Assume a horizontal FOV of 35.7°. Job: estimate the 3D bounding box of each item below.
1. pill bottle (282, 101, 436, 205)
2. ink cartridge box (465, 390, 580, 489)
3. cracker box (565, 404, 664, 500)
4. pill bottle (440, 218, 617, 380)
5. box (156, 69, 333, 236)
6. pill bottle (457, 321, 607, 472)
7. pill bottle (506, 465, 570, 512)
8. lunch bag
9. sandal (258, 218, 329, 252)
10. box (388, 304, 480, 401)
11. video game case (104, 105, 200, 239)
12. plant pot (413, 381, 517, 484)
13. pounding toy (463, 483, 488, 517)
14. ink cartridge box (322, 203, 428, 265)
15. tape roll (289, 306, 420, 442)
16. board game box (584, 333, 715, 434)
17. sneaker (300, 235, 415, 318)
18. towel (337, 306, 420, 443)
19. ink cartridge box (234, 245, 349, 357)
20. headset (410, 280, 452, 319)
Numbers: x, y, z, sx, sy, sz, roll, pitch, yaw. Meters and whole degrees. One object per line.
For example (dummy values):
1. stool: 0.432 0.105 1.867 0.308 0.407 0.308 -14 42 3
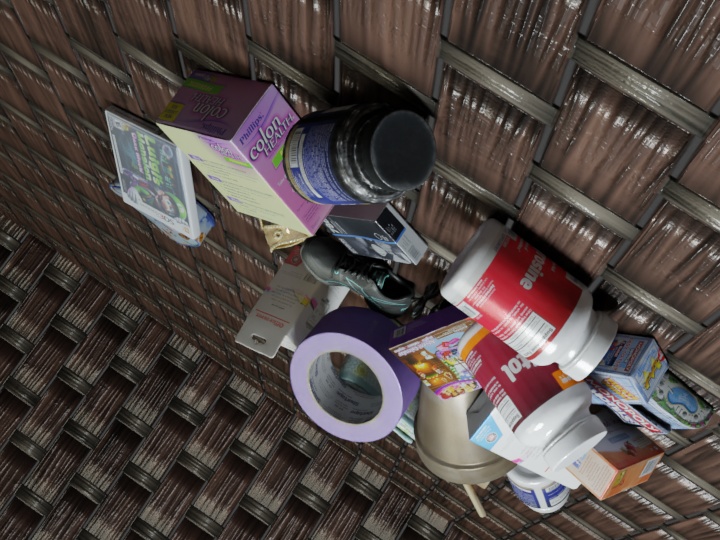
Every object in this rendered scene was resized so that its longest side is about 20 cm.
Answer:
1. pill bottle: -0.002 -0.131 1.264 0.112 0.113 0.199 42 164 -24
2. ink cartridge box: 0.273 0.237 1.693 0.198 0.116 0.068 27 -153 -16
3. cracker box: 0.302 0.217 1.542 0.133 0.058 0.200 -6 -142 -48
4. pill bottle: 0.202 0.039 1.331 0.199 0.113 0.112 36 164 -2
5. box: -0.144 -0.160 1.506 0.174 0.097 0.200 19 158 45
6. pill bottle: 0.219 0.145 1.411 0.201 0.112 0.113 55 172 21
7. pill bottle: 0.321 0.361 2.008 0.115 0.117 0.201 26 162 27
8. lunch bag: -0.380 -0.129 2.128 0.200 0.076 0.159 43 165 -29
9. sandal: -0.116 -0.052 1.806 0.210 0.070 0.078 37 164 -4
10. box: 0.157 0.105 1.571 0.198 0.040 0.137 -24 127 33
11. video game case: -0.357 -0.167 1.925 0.180 0.023 0.202 27 139 27
12. plant pot: 0.171 0.210 1.805 0.198 0.200 0.175 23 144 36
13. pounding toy: 0.209 0.360 2.186 0.183 0.143 0.200 32 164 11
14. ink cartridge box: 0.002 -0.061 1.598 0.099 0.039 0.199 44 163 -30
15. tape roll: -0.008 0.165 1.778 0.197 0.085 0.203 12 121 21
16. board game box: 0.345 0.146 1.440 0.199 0.062 0.200 38 165 -10
17. sneaker: 0.000 0.000 1.743 0.198 0.076 0.079 30 156 -13
18. towel: 0.058 0.181 1.938 0.199 0.173 0.048 41 136 -19
19. ink cartridge box: -0.112 0.066 1.898 0.116 0.201 0.068 18 158 46
20. headset: 0.137 0.093 1.654 0.122 0.094 0.201 19 150 43
